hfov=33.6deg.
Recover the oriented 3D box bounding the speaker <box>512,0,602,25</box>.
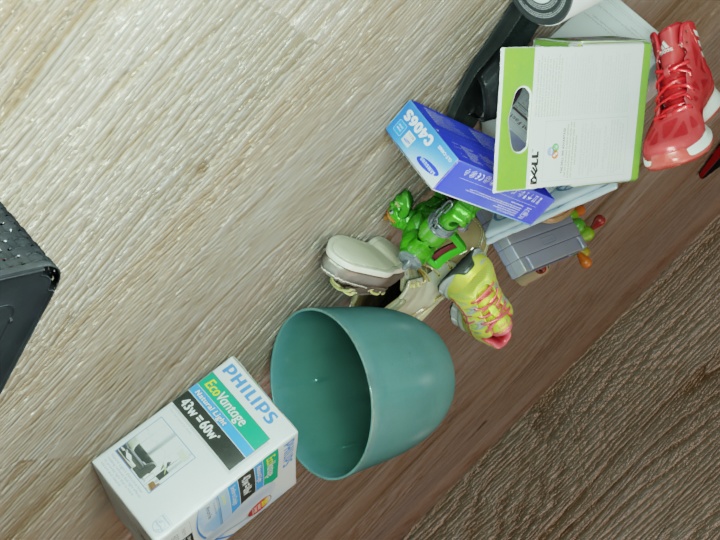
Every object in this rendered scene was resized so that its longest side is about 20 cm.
[{"bbox_3d":[0.237,-0.308,1.169,0.200,0.081,0.081,-32,159,-35],"label":"speaker"}]

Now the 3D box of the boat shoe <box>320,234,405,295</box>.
[{"bbox_3d":[0.000,0.000,1.362,0.060,0.072,0.200,-52,166,14],"label":"boat shoe"}]

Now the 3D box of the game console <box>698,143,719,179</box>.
[{"bbox_3d":[0.832,-0.290,2.588,0.200,0.031,0.177,-32,158,-32],"label":"game console"}]

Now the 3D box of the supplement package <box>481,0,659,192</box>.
[{"bbox_3d":[0.246,-0.203,1.374,0.200,0.110,0.114,-42,162,-7],"label":"supplement package"}]

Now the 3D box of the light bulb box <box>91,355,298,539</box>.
[{"bbox_3d":[-0.185,0.235,1.391,0.200,0.125,0.198,-37,161,-19],"label":"light bulb box"}]

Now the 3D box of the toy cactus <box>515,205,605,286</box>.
[{"bbox_3d":[0.328,-0.027,2.003,0.165,0.102,0.200,-45,174,37],"label":"toy cactus"}]

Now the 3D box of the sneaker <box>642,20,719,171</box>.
[{"bbox_3d":[0.323,-0.190,1.254,0.078,0.116,0.200,-15,-158,28],"label":"sneaker"}]

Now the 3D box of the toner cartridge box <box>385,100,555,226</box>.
[{"bbox_3d":[0.119,-0.110,1.253,0.043,0.095,0.200,-48,146,20],"label":"toner cartridge box"}]

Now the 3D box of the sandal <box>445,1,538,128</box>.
[{"bbox_3d":[0.148,-0.208,1.252,0.075,0.048,0.200,-25,153,-46],"label":"sandal"}]

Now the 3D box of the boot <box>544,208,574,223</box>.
[{"bbox_3d":[0.282,-0.169,1.578,0.200,0.074,0.155,-56,166,-35],"label":"boot"}]

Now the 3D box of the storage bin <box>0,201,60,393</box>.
[{"bbox_3d":[-0.300,0.046,0.770,0.135,0.094,0.200,-18,148,-55],"label":"storage bin"}]

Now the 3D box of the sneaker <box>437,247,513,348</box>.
[{"bbox_3d":[0.161,0.041,1.538,0.078,0.090,0.200,-43,154,-7],"label":"sneaker"}]

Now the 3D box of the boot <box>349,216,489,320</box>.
[{"bbox_3d":[0.078,-0.002,1.529,0.200,0.072,0.155,-47,160,8],"label":"boot"}]

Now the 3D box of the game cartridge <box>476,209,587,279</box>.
[{"bbox_3d":[0.227,-0.065,1.614,0.038,0.130,0.200,-39,168,34],"label":"game cartridge"}]

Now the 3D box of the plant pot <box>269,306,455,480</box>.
[{"bbox_3d":[0.013,0.134,1.417,0.161,0.201,0.201,-7,142,-38],"label":"plant pot"}]

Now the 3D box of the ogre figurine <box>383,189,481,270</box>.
[{"bbox_3d":[0.094,-0.066,1.358,0.120,0.098,0.200,-47,-153,25],"label":"ogre figurine"}]

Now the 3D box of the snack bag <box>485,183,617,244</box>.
[{"bbox_3d":[0.245,-0.124,1.457,0.189,0.021,0.200,-26,-155,33],"label":"snack bag"}]

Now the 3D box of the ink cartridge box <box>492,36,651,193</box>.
[{"bbox_3d":[0.195,-0.163,1.216,0.200,0.076,0.148,-8,108,-32],"label":"ink cartridge box"}]
